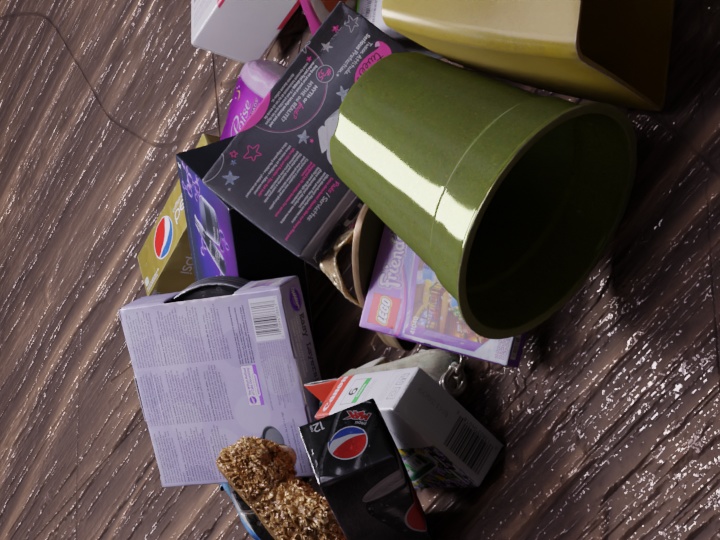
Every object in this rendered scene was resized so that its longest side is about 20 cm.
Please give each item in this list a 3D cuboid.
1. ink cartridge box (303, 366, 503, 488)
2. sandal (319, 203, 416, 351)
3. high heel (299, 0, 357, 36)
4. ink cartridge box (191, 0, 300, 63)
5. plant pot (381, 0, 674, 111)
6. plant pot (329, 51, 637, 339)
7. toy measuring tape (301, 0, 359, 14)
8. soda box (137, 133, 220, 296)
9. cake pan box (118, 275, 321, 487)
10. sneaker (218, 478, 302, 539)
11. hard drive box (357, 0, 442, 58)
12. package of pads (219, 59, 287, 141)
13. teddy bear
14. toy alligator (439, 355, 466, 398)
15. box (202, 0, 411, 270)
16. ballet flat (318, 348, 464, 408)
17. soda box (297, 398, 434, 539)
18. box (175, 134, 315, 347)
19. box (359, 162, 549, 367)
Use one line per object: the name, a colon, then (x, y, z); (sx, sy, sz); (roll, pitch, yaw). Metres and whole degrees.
ink cartridge box: (0.024, 0.143, 1.553); (0.200, 0.109, 0.050); (-13, 38, 57)
sandal: (-0.002, 0.005, 1.553); (0.069, 0.212, 0.078); (14, 65, 23)
high heel: (-0.041, -0.238, 1.699); (0.096, 0.200, 0.067); (9, 47, 44)
ink cartridge box: (-0.121, -0.351, 1.932); (0.145, 0.084, 0.201); (-47, 36, 43)
plant pot: (0.126, -0.240, 1.339); (0.176, 0.200, 0.201); (4, 85, 28)
plant pot: (0.082, -0.080, 1.382); (0.190, 0.200, 0.201); (36, 114, 34)
toy measuring tape: (-0.031, -0.267, 1.797); (0.200, 0.073, 0.074); (25, 104, 58)
soda box: (-0.183, -0.058, 2.001); (0.200, 0.064, 0.068); (-57, 38, 34)
cake pan box: (-0.129, 0.107, 1.713); (0.183, 0.052, 0.201); (-9, 100, 24)
sneaker: (-0.112, 0.207, 1.827); (0.200, 0.078, 0.090); (-112, 23, -44)
hard drive box: (0.084, -0.279, 1.602); (0.200, 0.076, 0.157); (2, 85, 60)
package of pads: (-0.072, -0.135, 1.825); (0.200, 0.075, 0.121); (40, 115, 56)
teddy bear: (-0.050, 0.232, 1.636); (0.200, 0.067, 0.145); (46, 167, 27)
toy alligator: (0.098, 0.009, 1.519); (0.054, 0.059, 0.201); (-13, 71, 57)
box: (-0.025, -0.114, 1.567); (0.200, 0.115, 0.132); (-52, -10, 0)
ballet flat: (0.032, 0.107, 1.616); (0.200, 0.067, 0.062); (-13, 39, 58)
soda box: (0.012, 0.195, 1.495); (0.200, 0.070, 0.064); (67, -178, -51)
box: (-0.116, -0.014, 1.784); (0.141, 0.079, 0.201); (-134, 32, -53)
box: (0.090, -0.032, 1.479); (0.136, 0.039, 0.201); (14, 89, 22)
